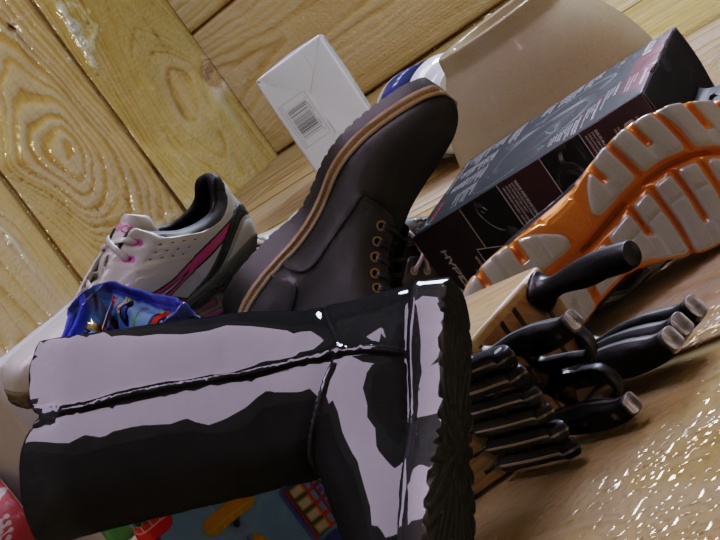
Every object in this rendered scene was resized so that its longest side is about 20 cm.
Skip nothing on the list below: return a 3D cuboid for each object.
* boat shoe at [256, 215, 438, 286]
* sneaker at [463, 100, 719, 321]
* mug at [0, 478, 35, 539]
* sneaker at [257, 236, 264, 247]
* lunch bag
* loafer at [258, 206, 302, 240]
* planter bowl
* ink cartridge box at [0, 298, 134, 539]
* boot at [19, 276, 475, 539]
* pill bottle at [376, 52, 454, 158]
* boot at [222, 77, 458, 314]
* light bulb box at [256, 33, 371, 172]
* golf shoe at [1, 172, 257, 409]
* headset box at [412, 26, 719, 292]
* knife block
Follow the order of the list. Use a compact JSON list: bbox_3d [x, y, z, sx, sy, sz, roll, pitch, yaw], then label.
[{"bbox_3d":[0.000,0.000,1.075,0.198,0.068,0.057,-12,-12,-7],"label":"boat shoe"},{"bbox_3d":[0.136,-0.024,0.822,0.199,0.079,0.077,-33,-4,0],"label":"sneaker"},{"bbox_3d":[-0.283,0.245,0.990,0.199,0.134,0.177,-35,46,-21],"label":"mug"},{"bbox_3d":[-0.040,0.041,1.186,0.080,0.129,0.199,-53,-28,-13],"label":"sneaker"},{"bbox_3d":[-0.099,0.083,0.840,0.094,0.151,0.200,-37,16,-5],"label":"lunch bag"},{"bbox_3d":[-0.098,-0.015,1.766,0.199,0.072,0.063,-31,-8,-3],"label":"loafer"},{"bbox_3d":[0.147,-0.155,1.259,0.199,0.135,0.200,-36,8,6],"label":"planter bowl"},{"bbox_3d":[-0.163,0.083,1.070,0.200,0.146,0.084,-42,8,-39],"label":"ink cartridge box"},{"bbox_3d":[-0.054,0.088,0.635,0.198,0.066,0.166,-8,48,16],"label":"boot"},{"bbox_3d":[0.093,-0.182,1.690,0.111,0.111,0.200,-38,9,-13],"label":"pill bottle"},{"bbox_3d":[0.020,-0.002,0.926,0.077,0.138,0.201,21,-70,-50],"label":"boot"},{"bbox_3d":[-0.057,-0.254,2.376,0.124,0.199,0.200,-33,8,5],"label":"light bulb box"},{"bbox_3d":[-0.149,0.013,0.962,0.199,0.093,0.072,-35,25,-33],"label":"golf shoe"},{"bbox_3d":[0.147,-0.067,0.984,0.199,0.078,0.149,-31,11,28],"label":"headset box"},{"bbox_3d":[0.074,0.042,0.742,0.175,0.064,0.200,-35,8,6],"label":"knife block"}]
